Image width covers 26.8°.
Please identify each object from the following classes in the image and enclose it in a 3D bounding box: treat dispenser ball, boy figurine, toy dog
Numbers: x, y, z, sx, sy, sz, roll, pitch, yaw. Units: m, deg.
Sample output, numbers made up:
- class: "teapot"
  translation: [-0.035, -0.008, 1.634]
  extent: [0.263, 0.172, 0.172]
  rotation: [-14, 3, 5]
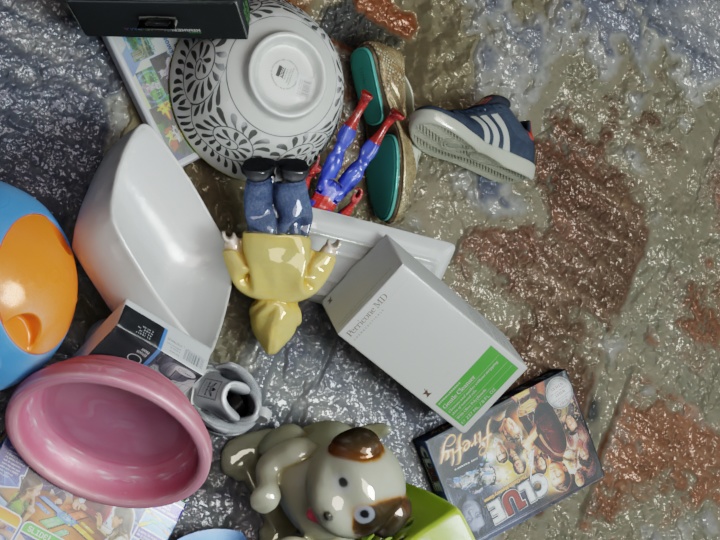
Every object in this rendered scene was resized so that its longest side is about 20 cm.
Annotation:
- class: "treat dispenser ball"
  translation: [-0.363, 0.014, 1.406]
  extent: [0.199, 0.201, 0.203]
  rotation: [2, 86, -23]
- class: "boy figurine"
  translation: [-0.081, -0.013, 1.564]
  extent: [0.123, 0.065, 0.202]
  rotation: [-2, 108, -3]
- class: "toy dog"
  translation: [-0.024, 0.223, 1.541]
  extent: [0.192, 0.200, 0.141]
  rotation: [-18, 94, -23]

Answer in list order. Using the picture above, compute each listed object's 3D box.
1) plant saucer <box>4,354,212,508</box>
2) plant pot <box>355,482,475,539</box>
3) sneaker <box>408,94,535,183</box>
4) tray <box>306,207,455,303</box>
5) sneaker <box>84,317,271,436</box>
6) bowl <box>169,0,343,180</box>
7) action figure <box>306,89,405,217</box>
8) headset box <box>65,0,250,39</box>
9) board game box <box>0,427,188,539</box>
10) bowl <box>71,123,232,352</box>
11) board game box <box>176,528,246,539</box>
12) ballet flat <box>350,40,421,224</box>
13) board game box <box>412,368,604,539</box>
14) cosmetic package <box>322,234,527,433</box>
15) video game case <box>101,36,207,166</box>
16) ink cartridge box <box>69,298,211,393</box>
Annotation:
- class: "plant saucer"
  translation: [-0.235, 0.148, 1.435]
  extent: [0.200, 0.200, 0.051]
  rotation: [31, 44, -19]
- class: "plant pot"
  translation: [0.034, 0.357, 1.566]
  extent: [0.180, 0.200, 0.200]
  rotation: [-28, 99, -15]
- class: "sneaker"
  translation: [0.125, -0.163, 1.683]
  extent: [0.199, 0.074, 0.085]
  rotation: [22, 71, -49]
- class: "tray"
  translation: [0.000, 0.000, 1.634]
  extent: [0.198, 0.022, 0.108]
  rotation: [13, 114, -22]
- class: "sneaker"
  translation: [-0.179, 0.106, 1.527]
  extent: [0.199, 0.115, 0.076]
  rotation: [32, 75, -19]
- class: "bowl"
  translation: [-0.092, -0.196, 1.573]
  extent: [0.199, 0.094, 0.203]
  rotation: [1, 88, -23]
- class: "action figure"
  translation: [-0.028, -0.094, 1.618]
  extent: [0.065, 0.052, 0.201]
  rotation: [29, 100, -13]
- class: "headset box"
  translation: [-0.196, -0.329, 1.509]
  extent: [0.172, 0.093, 0.202]
  rotation: [3, 76, 4]
- class: "board game box"
  translation: [-0.290, 0.244, 1.513]
  extent: [0.199, 0.034, 0.136]
  rotation: [34, 74, -19]
- class: "bowl"
  translation: [-0.211, -0.021, 1.490]
  extent: [0.074, 0.200, 0.201]
  rotation: [-20, 120, 17]
- class: "board game box"
  translation: [-0.160, 0.368, 1.558]
  extent: [0.157, 0.039, 0.201]
  rotation: [-33, 102, -25]
- class: "ballet flat"
  translation: [0.038, -0.154, 1.667]
  extent: [0.065, 0.070, 0.202]
  rotation: [-9, 94, -38]
- class: "board game box"
  translation: [0.171, 0.213, 1.717]
  extent: [0.199, 0.035, 0.137]
  rotation: [-24, 97, -23]
- class: "cosmetic package"
  translation: [0.068, 0.069, 1.623]
  extent: [0.200, 0.085, 0.108]
  rotation: [37, 101, -27]
- class: "video game case"
  translation: [-0.170, -0.233, 1.603]
  extent: [0.181, 0.022, 0.201]
  rotation: [-29, 99, -23]
- class: "ink cartridge box"
  translation: [-0.236, 0.111, 1.462]
  extent: [0.099, 0.200, 0.039]
  rotation: [31, 45, -18]
